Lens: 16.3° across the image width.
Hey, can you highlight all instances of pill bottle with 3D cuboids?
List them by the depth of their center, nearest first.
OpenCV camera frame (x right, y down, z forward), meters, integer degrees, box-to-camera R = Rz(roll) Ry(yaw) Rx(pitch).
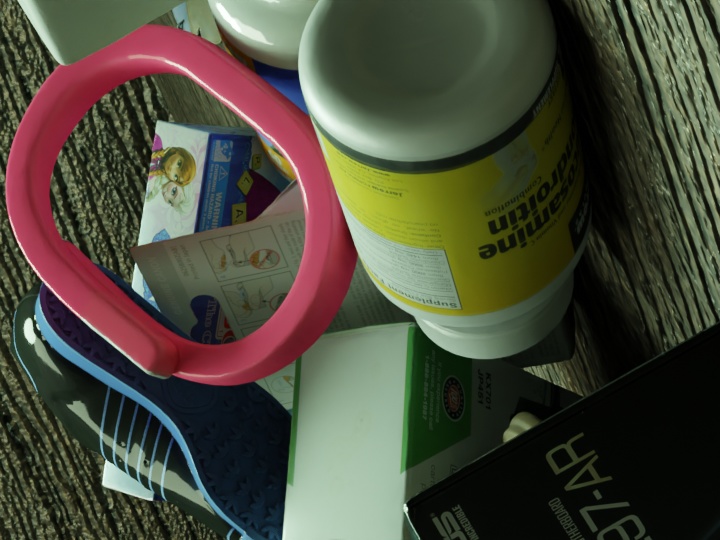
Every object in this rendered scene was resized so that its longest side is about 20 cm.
[{"bbox_3d":[0.044,-0.045,1.119,0.112,0.111,0.200,57,173,33],"label":"pill bottle"},{"bbox_3d":[-0.017,-0.130,1.251,0.112,0.111,0.200,58,174,29],"label":"pill bottle"}]

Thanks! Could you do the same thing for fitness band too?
[{"bbox_3d":[-0.086,-0.032,1.207,0.200,0.144,0.037,39,-174,29],"label":"fitness band"}]

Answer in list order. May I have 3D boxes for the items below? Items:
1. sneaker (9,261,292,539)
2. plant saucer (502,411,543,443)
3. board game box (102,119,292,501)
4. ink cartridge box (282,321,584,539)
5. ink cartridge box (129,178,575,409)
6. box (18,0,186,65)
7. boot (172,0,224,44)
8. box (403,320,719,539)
[{"bbox_3d":[-0.098,0.080,1.288,0.200,0.070,0.078,46,148,-2],"label":"sneaker"},{"bbox_3d":[0.114,0.160,1.172,0.201,0.029,0.200,60,172,14],"label":"plant saucer"},{"bbox_3d":[-0.053,0.021,1.405,0.041,0.202,0.199,14,-171,33],"label":"board game box"},{"bbox_3d":[0.055,0.125,1.290,0.199,0.083,0.148,24,-117,-47],"label":"ink cartridge box"},{"bbox_3d":[0.000,0.000,1.292,0.163,0.198,0.057,68,-162,-49],"label":"ink cartridge box"},{"bbox_3d":[-0.091,-0.226,1.030,0.131,0.199,0.199,55,172,31],"label":"box"},{"bbox_3d":[-0.063,-0.148,1.505,0.097,0.074,0.202,-28,69,61],"label":"boot"},{"bbox_3d":[0.131,0.140,0.995,0.201,0.159,0.044,59,173,30],"label":"box"}]
